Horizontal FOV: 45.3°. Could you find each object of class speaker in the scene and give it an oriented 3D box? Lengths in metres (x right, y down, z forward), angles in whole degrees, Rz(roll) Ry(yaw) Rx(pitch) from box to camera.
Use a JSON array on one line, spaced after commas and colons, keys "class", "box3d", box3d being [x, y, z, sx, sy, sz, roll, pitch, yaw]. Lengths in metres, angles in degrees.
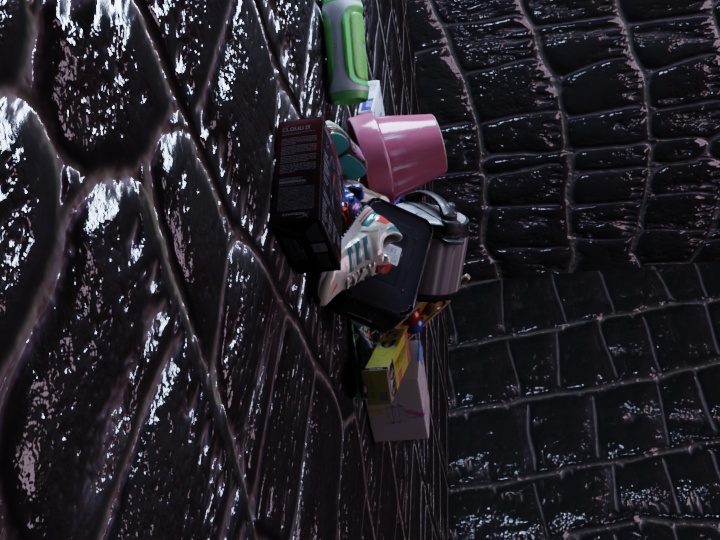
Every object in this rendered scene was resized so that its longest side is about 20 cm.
[{"class": "speaker", "box3d": [-0.029, -0.430, 1.683, 0.088, 0.087, 0.203, -9, 94, -80]}]

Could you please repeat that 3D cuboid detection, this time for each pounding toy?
[{"class": "pounding toy", "box3d": [0.139, 0.061, 1.968, 0.142, 0.200, 0.184, 47, -5, 22]}]

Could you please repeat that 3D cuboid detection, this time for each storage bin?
[{"class": "storage bin", "box3d": [0.036, -0.010, 1.536, 0.094, 0.134, 0.202, 133, -23, -61]}]

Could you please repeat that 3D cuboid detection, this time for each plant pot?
[{"class": "plant pot", "box3d": [0.081, -0.244, 1.822, 0.200, 0.177, 0.203, 165, -90, -87]}]

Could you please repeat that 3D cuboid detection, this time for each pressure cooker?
[{"class": "pressure cooker", "box3d": [0.127, -0.056, 1.717, 0.179, 0.174, 0.203, -40, 141, -66]}]

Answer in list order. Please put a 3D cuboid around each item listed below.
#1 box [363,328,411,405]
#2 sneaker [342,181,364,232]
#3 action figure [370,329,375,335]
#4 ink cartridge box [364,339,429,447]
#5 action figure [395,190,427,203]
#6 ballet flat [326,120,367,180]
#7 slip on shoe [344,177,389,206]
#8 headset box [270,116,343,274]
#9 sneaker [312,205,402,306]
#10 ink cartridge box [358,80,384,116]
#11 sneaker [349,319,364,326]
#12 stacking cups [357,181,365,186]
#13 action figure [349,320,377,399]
[{"class": "box", "box3d": [0.054, 0.184, 1.680, 0.200, 0.049, 0.076, -54, 137, -68]}, {"class": "sneaker", "box3d": [-0.038, -0.102, 1.490, 0.201, 0.077, 0.076, -79, 160, -51]}, {"class": "action figure", "box3d": [0.044, 0.039, 1.846, 0.119, 0.101, 0.203, 86, 0, -76]}, {"class": "ink cartridge box", "box3d": [0.081, 0.271, 1.872, 0.129, 0.124, 0.202, -81, 163, -53]}, {"class": "action figure", "box3d": [0.077, -0.120, 1.875, 0.066, 0.200, 0.099, 57, -17, -27]}, {"class": "ballet flat", "box3d": [-0.044, -0.225, 1.543, 0.200, 0.069, 0.072, 34, 31, -64]}, {"class": "slip on shoe", "box3d": [-0.004, -0.141, 1.683, 0.199, 0.076, 0.061, 1, 63, -61]}, {"class": "headset box", "box3d": [-0.075, -0.119, 1.294, 0.149, 0.074, 0.202, 68, 20, -60]}, {"class": "sneaker", "box3d": [0.000, -0.012, 1.427, 0.201, 0.093, 0.071, -57, 174, -29]}, {"class": "ink cartridge box", "box3d": [0.038, -0.343, 2.152, 0.200, 0.040, 0.202, -80, 162, -56]}, {"class": "sneaker", "box3d": [0.000, 0.000, 1.672, 0.115, 0.074, 0.203, -51, 132, -72]}, {"class": "stacking cups", "box3d": [0.001, -0.080, 1.786, 0.060, 0.060, 0.203, 32, 51, -78]}, {"class": "action figure", "box3d": [0.006, 0.153, 1.720, 0.118, 0.054, 0.203, 37, 45, -73]}]
